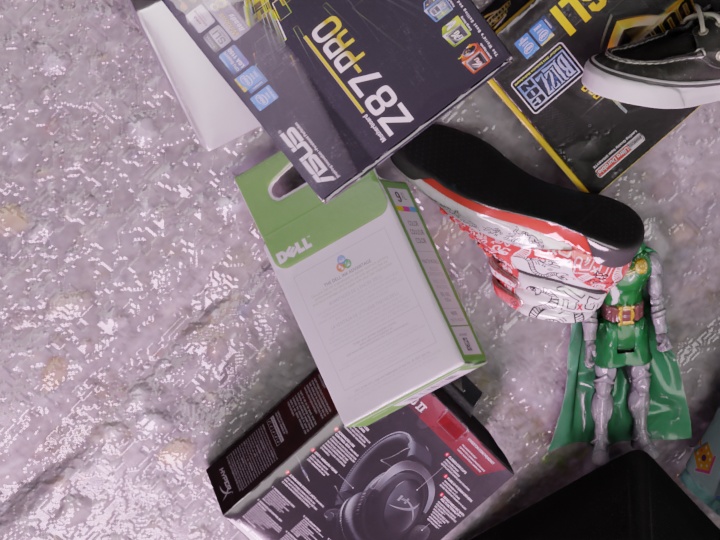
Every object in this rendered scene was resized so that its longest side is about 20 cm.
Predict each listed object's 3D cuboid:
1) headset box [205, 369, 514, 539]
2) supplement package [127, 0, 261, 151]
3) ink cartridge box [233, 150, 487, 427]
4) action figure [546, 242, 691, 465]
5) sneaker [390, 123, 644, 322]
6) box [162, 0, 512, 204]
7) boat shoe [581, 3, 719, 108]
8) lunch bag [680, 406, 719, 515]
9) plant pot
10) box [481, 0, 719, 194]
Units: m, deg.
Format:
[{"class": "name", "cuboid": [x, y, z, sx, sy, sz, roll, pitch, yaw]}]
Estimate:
[{"class": "headset box", "cuboid": [0.007, 0.147, 1.830, 0.200, 0.077, 0.149, -43, 119, 6]}, {"class": "supplement package", "cuboid": [-0.051, -0.191, 1.628, 0.199, 0.117, 0.118, -27, 120, -3]}, {"class": "ink cartridge box", "cuboid": [0.000, 0.000, 1.728, 0.103, 0.059, 0.201, -28, 80, 19]}, {"class": "action figure", "cuboid": [0.202, 0.051, 1.856, 0.117, 0.055, 0.202, -8, 113, -9]}, {"class": "sneaker", "cuboid": [0.101, -0.028, 1.776, 0.200, 0.068, 0.108, 22, 136, -4]}, {"class": "box", "cuboid": [-0.020, -0.167, 1.553, 0.161, 0.049, 0.200, -35, 118, 5]}, {"class": "boat shoe", "cuboid": [0.249, -0.159, 1.707, 0.198, 0.071, 0.064, -7, 119, -22]}, {"class": "lunch bag", "cuboid": [0.382, 0.141, 1.904, 0.199, 0.122, 0.171, 18, 107, -33]}, {"class": "plant pot", "cuboid": [0.198, 0.297, 1.867, 0.199, 0.178, 0.200, -32, 120, 23]}, {"class": "box", "cuboid": [0.192, -0.174, 1.746, 0.200, 0.049, 0.160, -40, 117, 6]}]
